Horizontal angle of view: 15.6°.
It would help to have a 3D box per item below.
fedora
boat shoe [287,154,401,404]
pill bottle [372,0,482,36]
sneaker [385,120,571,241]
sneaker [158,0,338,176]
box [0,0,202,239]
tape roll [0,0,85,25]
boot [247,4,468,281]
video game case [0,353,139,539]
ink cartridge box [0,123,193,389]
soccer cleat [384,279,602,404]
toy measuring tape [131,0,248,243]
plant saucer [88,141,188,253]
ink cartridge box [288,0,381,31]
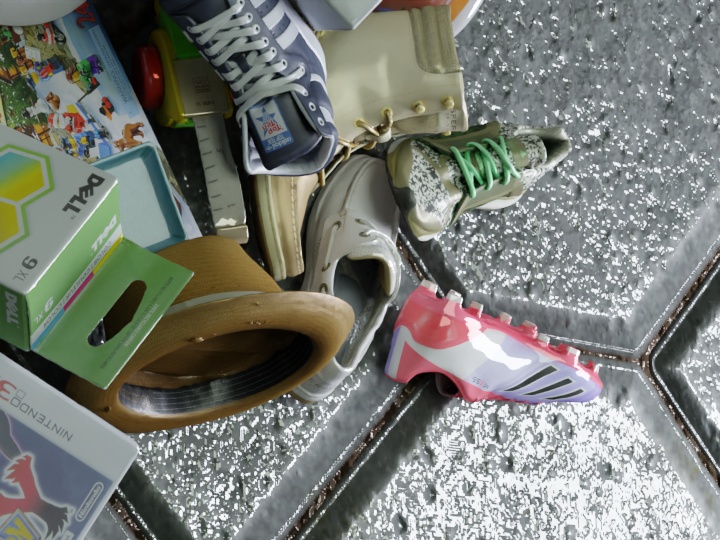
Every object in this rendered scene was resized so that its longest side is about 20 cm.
[{"bbox_3d":[-0.103,0.033,1.666,0.200,0.200,0.082,0,61,-42],"label":"fedora"},{"bbox_3d":[0.000,0.000,1.828,0.071,0.069,0.201,34,54,-28],"label":"boat shoe"},{"bbox_3d":[-0.007,-0.249,1.861,0.200,0.112,0.113,37,57,-28],"label":"pill bottle"},{"bbox_3d":[0.088,-0.079,1.898,0.200,0.088,0.077,-25,92,-57],"label":"sneaker"},{"bbox_3d":[-0.075,-0.136,1.669,0.200,0.070,0.109,44,29,-48],"label":"sneaker"},{"bbox_3d":[-0.198,-0.079,1.691,0.136,0.038,0.201,-34,102,-42],"label":"box"},{"bbox_3d":[-0.229,-0.259,1.660,0.201,0.071,0.204,17,59,-29],"label":"tape roll"},{"bbox_3d":[-0.002,-0.092,1.806,0.154,0.073,0.202,0,70,-6],"label":"boot"},{"bbox_3d":[-0.250,0.143,1.538,0.182,0.023,0.201,36,83,-31],"label":"video game case"},{"bbox_3d":[-0.209,-0.022,1.561,0.199,0.060,0.104,26,54,15],"label":"ink cartridge box"},{"bbox_3d":[0.097,0.069,1.916,0.199,0.067,0.077,25,94,-42],"label":"soccer cleat"},{"bbox_3d":[-0.109,-0.096,1.741,0.073,0.073,0.201,7,59,-41],"label":"toy measuring tape"},{"bbox_3d":[-0.208,-0.015,1.629,0.199,0.019,0.070,-21,94,-19],"label":"plant saucer"},{"bbox_3d":[-0.003,-0.274,1.718,0.145,0.145,0.200,44,84,-14],"label":"ink cartridge box"}]
